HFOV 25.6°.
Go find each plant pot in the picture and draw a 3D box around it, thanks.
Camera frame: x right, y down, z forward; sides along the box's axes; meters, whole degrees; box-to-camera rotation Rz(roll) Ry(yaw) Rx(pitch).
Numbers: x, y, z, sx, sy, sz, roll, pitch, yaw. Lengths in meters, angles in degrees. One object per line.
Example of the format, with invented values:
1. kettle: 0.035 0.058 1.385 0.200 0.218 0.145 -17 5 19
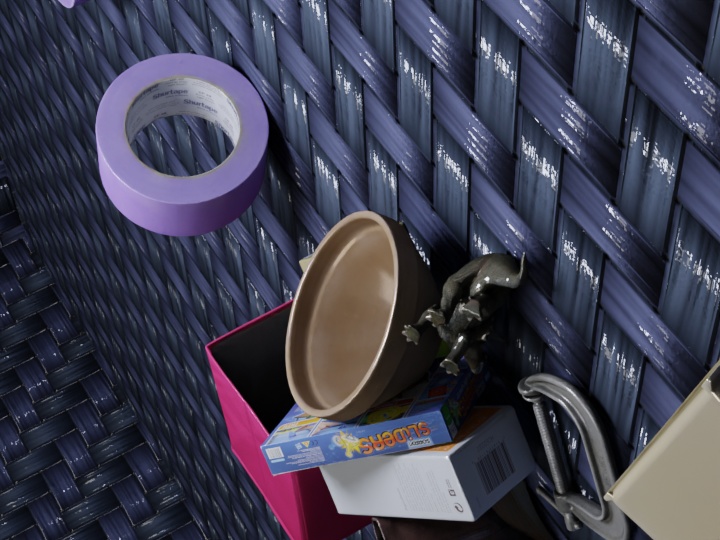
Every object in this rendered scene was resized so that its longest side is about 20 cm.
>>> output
1. plant pot: 0.016 0.052 1.520 0.201 0.092 0.202 -37 44 46

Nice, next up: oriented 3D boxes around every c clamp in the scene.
1. c clamp: 0.186 0.171 1.452 0.171 0.027 0.201 39 150 54

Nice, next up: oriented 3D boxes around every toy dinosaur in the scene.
1. toy dinosaur: 0.099 0.024 1.405 0.077 0.102 0.201 30 139 10

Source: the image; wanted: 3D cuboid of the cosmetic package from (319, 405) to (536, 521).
1. cosmetic package: 0.061 0.186 1.546 0.199 0.101 0.072 -8 110 49

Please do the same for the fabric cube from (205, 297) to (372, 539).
1. fabric cube: -0.036 0.166 1.804 0.200 0.195 0.200 49 157 37

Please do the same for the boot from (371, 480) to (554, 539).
1. boot: 0.116 0.300 1.599 0.201 0.165 0.072 64 163 -1

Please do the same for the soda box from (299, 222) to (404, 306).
1. soda box: 0.000 0.000 1.688 0.068 0.064 0.200 65 163 -4

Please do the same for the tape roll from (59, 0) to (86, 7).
1. tape roll: -0.387 -0.458 2.104 0.200 0.085 0.201 53 159 31

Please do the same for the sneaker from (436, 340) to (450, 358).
1. sneaker: 0.067 0.142 1.661 0.074 0.081 0.201 23 136 64

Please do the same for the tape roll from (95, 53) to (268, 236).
1. tape roll: -0.207 -0.147 1.851 0.201 0.199 0.085 58 161 18

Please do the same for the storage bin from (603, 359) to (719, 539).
1. storage bin: 0.246 0.061 0.861 0.094 0.199 0.200 41 157 12

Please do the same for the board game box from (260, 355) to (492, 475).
1. board game box: 0.016 0.137 1.549 0.199 0.135 0.035 -14 107 28
